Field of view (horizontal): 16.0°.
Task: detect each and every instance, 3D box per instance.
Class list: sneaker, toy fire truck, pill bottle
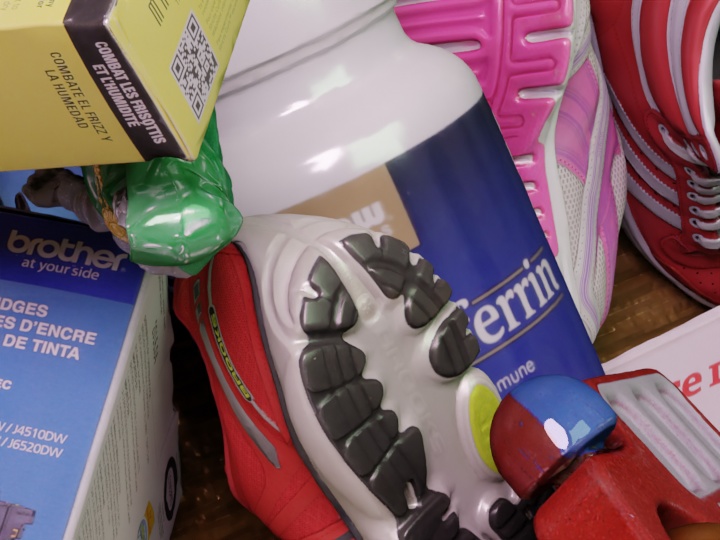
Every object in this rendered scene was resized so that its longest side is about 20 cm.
[{"bbox_3d":[0.048,-0.050,0.891,0.088,0.081,0.201,-37,128,-63],"label":"sneaker"},{"bbox_3d":[0.006,0.067,0.727,0.077,0.085,0.201,-38,121,-32],"label":"sneaker"},{"bbox_3d":[0.103,0.095,0.677,0.168,0.112,0.200,47,14,13],"label":"toy fire truck"},{"bbox_3d":[0.135,-0.044,0.909,0.071,0.112,0.200,-34,128,-10],"label":"sneaker"},{"bbox_3d":[0.000,0.000,0.800,0.116,0.115,0.201,-35,105,-42],"label":"pill bottle"}]

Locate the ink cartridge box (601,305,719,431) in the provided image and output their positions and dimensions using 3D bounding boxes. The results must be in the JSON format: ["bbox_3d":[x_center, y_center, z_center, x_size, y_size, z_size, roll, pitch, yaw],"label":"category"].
[{"bbox_3d":[0.147,0.115,0.853,0.083,0.146,0.201,20,57,-33],"label":"ink cartridge box"}]

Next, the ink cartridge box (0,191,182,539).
[{"bbox_3d":[-0.100,0.075,0.696,0.076,0.137,0.201,12,55,7],"label":"ink cartridge box"}]

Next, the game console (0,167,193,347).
[{"bbox_3d":[-0.084,-0.069,0.861,0.176,0.031,0.201,-16,78,-40],"label":"game console"}]

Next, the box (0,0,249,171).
[{"bbox_3d":[-0.127,-0.060,0.604,0.050,0.199,0.075,64,32,-45],"label":"box"}]

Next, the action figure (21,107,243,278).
[{"bbox_3d":[-0.069,-0.051,0.667,0.054,0.200,0.119,-18,120,-12],"label":"action figure"}]
